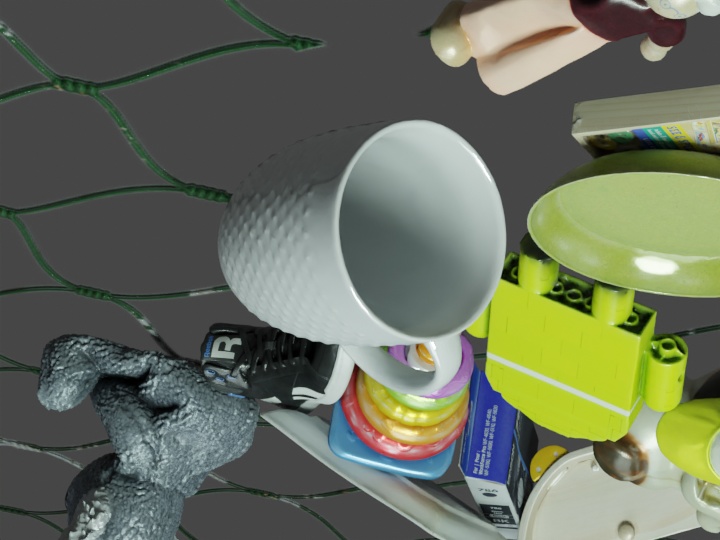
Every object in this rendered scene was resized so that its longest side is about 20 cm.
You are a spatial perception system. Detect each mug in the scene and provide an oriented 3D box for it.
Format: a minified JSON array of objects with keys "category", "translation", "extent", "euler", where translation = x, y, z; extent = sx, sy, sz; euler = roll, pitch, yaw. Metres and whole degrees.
[{"category":"mug","translation":[0.000,0.000,1.612],"extent":[0.175,0.148,0.200],"euler":[-5,120,52]}]

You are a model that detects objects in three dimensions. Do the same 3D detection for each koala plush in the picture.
[{"category":"koala plush","translation":[-0.195,0.181,2.060],"extent":[0.183,0.201,0.177],"euler":[8,160,31]}]

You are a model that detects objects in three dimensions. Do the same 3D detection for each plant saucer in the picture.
[{"category":"plant saucer","translation":[0.212,-0.034,1.574],"extent":[0.199,0.031,0.200],"euler":[7,158,3]}]

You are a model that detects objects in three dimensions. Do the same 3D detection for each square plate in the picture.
[{"category":"square plate","translation":[0.032,0.182,2.014],"extent":[0.200,0.029,0.198],"euler":[33,-179,29]}]

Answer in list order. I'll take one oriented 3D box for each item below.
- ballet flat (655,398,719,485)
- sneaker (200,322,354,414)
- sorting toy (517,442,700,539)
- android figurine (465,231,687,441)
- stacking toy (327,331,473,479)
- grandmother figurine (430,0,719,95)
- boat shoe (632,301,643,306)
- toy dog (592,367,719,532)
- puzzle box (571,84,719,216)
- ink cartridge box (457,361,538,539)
[{"category":"ballet flat","translation":[0.321,0.145,1.765],"extent":[0.199,0.067,0.067],"euler":[20,-179,-6]},{"category":"sneaker","translation":[-0.073,0.071,1.946],"extent":[0.111,0.073,0.200],"euler":[12,159,-12]},{"category":"sorting toy","translation":[0.245,0.201,2.119],"extent":[0.199,0.107,0.180],"euler":[-18,167,16]},{"category":"android figurine","translation":[0.158,0.056,1.776],"extent":[0.182,0.041,0.200],"euler":[21,143,20]},{"category":"stacking toy","translation":[0.049,0.076,1.880],"extent":[0.109,0.116,0.200],"euler":[13,151,-6]},{"category":"grandmother figurine","translation":[0.138,-0.149,1.358],"extent":[0.121,0.061,0.200],"euler":[14,162,-36]},{"category":"boat shoe","translation":[0.167,0.077,1.892],"extent":[0.068,0.057,0.200],"euler":[16,156,-18]},{"category":"toy dog","translation":[0.282,0.130,1.877],"extent":[0.199,0.140,0.194],"euler":[-1,147,24]},{"category":"puzzle box","translation":[0.241,-0.064,1.566],"extent":[0.133,0.026,0.200],"euler":[-6,153,31]},{"category":"ink cartridge box","translation":[0.122,0.158,2.051],"extent":[0.039,0.100,0.200],"euler":[3,158,14]}]
